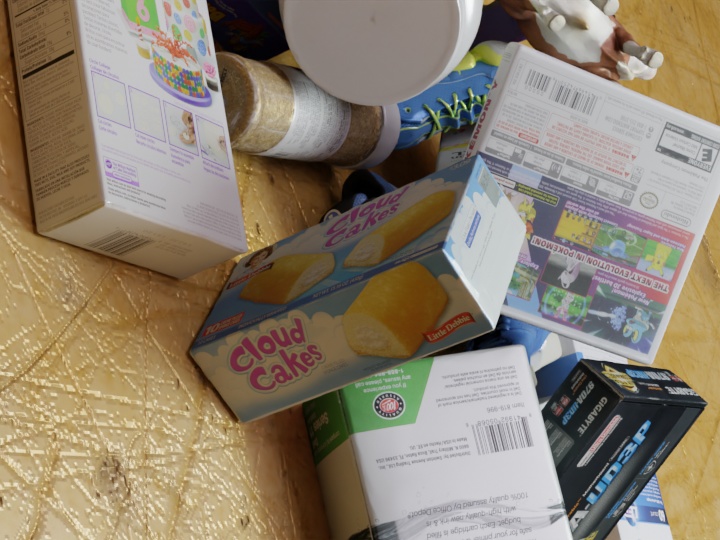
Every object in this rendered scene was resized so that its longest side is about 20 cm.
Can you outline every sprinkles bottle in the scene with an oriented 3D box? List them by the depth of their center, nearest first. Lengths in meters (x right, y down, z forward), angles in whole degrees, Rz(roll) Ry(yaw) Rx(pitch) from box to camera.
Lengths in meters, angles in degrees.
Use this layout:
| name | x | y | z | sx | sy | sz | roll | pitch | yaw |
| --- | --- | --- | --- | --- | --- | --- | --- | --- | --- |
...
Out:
| name | x | y | z | sx | sy | sz | roll | pitch | yaw |
| --- | --- | --- | --- | --- | --- | --- | --- | --- | --- |
| sprinkles bottle | -0.047 | -0.112 | 1.471 | 0.200 | 0.068 | 0.069 | 3 | 68 | -60 |

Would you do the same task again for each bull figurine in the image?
| name | x | y | z | sx | sy | sz | roll | pitch | yaw |
| --- | --- | --- | --- | --- | --- | --- | --- | --- | --- |
| bull figurine | 0.173 | -0.183 | 1.589 | 0.200 | 0.065 | 0.121 | 33 | 5 | -37 |

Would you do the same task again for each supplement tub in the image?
| name | x | y | z | sx | sy | sz | roll | pitch | yaw |
| --- | --- | --- | --- | --- | --- | --- | --- | --- | --- |
| supplement tub | 0.019 | -0.208 | 1.470 | 0.146 | 0.144 | 0.200 | 58 | 18 | -17 |

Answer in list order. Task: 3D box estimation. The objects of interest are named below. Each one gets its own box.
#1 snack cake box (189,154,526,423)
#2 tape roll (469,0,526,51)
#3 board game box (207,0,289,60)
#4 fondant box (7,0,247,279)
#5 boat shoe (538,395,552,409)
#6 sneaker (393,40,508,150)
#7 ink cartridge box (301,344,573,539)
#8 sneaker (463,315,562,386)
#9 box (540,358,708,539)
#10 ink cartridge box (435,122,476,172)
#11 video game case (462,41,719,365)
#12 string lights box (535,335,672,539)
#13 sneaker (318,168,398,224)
| name | x | y | z | sx | sy | sz | roll | pitch | yaw |
| --- | --- | --- | --- | --- | --- | --- | --- | --- | --- |
| snack cake box | 0.000 | 0.013 | 1.326 | 0.067 | 0.199 | 0.115 | 54 | 31 | -22 |
| tape roll | 0.091 | -0.279 | 1.688 | 0.085 | 0.199 | 0.201 | -25 | 93 | -61 |
| board game box | -0.120 | -0.257 | 1.468 | 0.200 | 0.045 | 0.135 | 42 | 38 | -40 |
| fondant box | -0.149 | -0.108 | 1.303 | 0.144 | 0.058 | 0.202 | 20 | 55 | -54 |
| boat shoe | 0.119 | 0.137 | 1.590 | 0.199 | 0.075 | 0.061 | -14 | 82 | -50 |
| sneaker | 0.063 | -0.127 | 1.598 | 0.076 | 0.198 | 0.106 | 93 | 13 | -62 |
| ink cartridge box | 0.056 | 0.164 | 1.378 | 0.145 | 0.083 | 0.202 | -6 | 73 | -22 |
| sneaker | 0.101 | 0.038 | 1.612 | 0.200 | 0.076 | 0.112 | -28 | 102 | -66 |
| box | 0.152 | 0.157 | 1.506 | 0.046 | 0.201 | 0.159 | 43 | 16 | 28 |
| ink cartridge box | 0.135 | -0.066 | 1.605 | 0.200 | 0.144 | 0.084 | -77 | 162 | -72 |
| video game case | 0.159 | -0.045 | 1.481 | 0.199 | 0.183 | 0.023 | 19 | 6 | -24 |
| string lights box | 0.198 | 0.153 | 1.723 | 0.103 | 0.059 | 0.202 | 17 | 57 | -55 |
| sneaker | 0.000 | 0.000 | 1.483 | 0.089 | 0.078 | 0.201 | 44 | 28 | -25 |
